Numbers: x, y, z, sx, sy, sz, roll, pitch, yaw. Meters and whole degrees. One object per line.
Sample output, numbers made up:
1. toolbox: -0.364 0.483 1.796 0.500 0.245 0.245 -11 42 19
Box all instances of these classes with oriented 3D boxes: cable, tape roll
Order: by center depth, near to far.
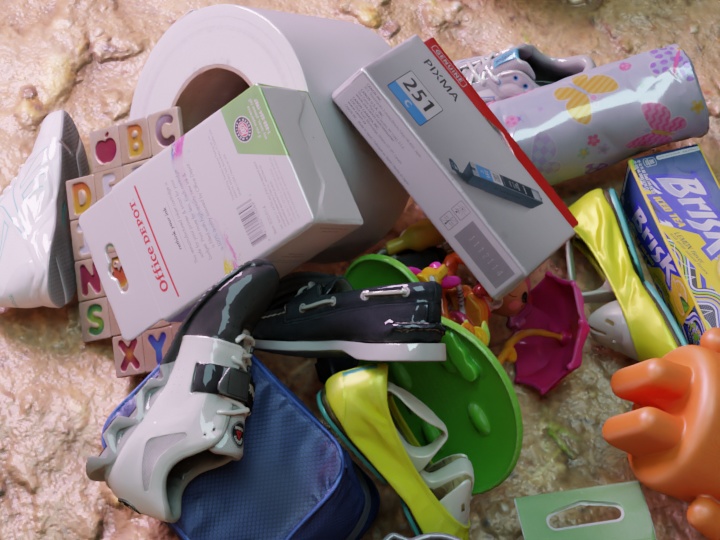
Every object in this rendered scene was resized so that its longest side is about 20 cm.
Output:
1. tape roll: -0.070 -0.106 1.639 0.139 0.203 0.203 -1 46 -50
2. cable: 0.000 0.000 1.649 0.199 0.097 0.051 -14 70 -17

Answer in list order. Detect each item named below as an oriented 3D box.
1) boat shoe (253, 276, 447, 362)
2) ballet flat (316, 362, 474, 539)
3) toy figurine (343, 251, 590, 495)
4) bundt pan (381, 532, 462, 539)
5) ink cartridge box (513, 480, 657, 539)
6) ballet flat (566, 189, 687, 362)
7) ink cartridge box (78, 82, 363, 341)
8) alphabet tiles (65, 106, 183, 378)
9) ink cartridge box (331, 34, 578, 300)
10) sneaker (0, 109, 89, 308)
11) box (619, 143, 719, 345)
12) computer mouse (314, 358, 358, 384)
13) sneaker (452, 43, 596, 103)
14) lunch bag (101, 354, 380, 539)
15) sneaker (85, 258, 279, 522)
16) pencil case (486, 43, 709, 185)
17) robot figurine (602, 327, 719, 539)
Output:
1. boat shoe: -0.013 0.035 1.515 0.199 0.075 0.061 1 87 39
2. ballet flat: 0.044 0.145 1.511 0.067 0.200 0.067 -30 26 10
3. toy figurine: 0.096 0.045 1.601 0.184 0.150 0.201 -33 95 -46
4. bundt pan: 0.043 0.293 1.466 0.200 0.076 0.203 -4 63 7
5. ink cartridge box: 0.179 0.262 1.514 0.103 0.059 0.201 -7 57 -7
6. ballet flat: 0.210 0.022 1.669 0.067 0.067 0.201 -22 55 3
7. ink cartridge box: -0.108 -0.038 1.532 0.067 0.199 0.118 0 63 -56
8. alphabet tiles: -0.168 -0.021 1.624 0.166 0.006 0.202 -12 82 38
9. ink cartridge box: 0.090 -0.094 1.595 0.200 0.045 0.176 51 36 1
10. sneaker: -0.274 -0.054 1.702 0.080 0.071 0.201 -8 50 15
11. box: 0.281 -0.004 1.691 0.070 0.064 0.201 -14 57 -11
12. computer mouse: -0.043 0.070 1.630 0.199 0.034 0.059 15 57 -7
13. sneaker: 0.112 -0.165 1.778 0.198 0.087 0.075 -2 58 -2
14. lunch bag: -0.092 0.148 1.539 0.136 0.132 0.200 -43 65 -5
15. sneaker: -0.102 0.089 1.455 0.088 0.074 0.201 34 90 24
16. pencil case: 0.193 -0.122 1.729 0.199 0.091 0.083 -20 52 0
17. robot figurine: 0.281 0.129 1.553 0.199 0.117 0.144 20 31 -21
